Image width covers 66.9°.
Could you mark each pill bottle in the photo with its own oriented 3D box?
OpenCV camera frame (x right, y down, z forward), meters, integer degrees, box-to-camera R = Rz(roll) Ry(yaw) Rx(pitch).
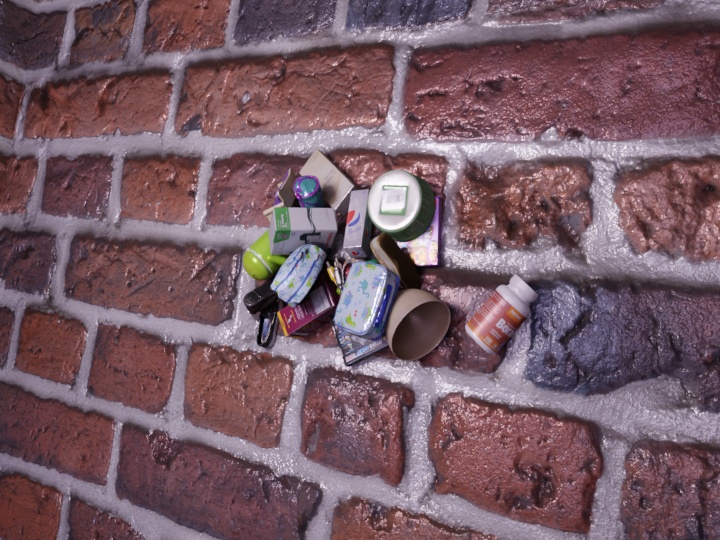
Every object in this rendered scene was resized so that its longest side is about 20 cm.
[{"bbox_3d":[0.381,0.115,1.460,0.112,0.111,0.202,43,102,24],"label":"pill bottle"}]

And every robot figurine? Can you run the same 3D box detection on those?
[{"bbox_3d":[-0.303,-0.053,1.787,0.200,0.117,0.174,-46,27,-20],"label":"robot figurine"}]

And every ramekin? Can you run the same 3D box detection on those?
[{"bbox_3d":[0.114,-0.194,1.598,0.194,0.097,0.208,-4,81,26],"label":"ramekin"}]

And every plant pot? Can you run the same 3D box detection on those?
[{"bbox_3d":[0.140,0.132,1.548,0.202,0.198,0.135,-52,43,9],"label":"plant pot"}]

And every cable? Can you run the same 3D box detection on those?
[{"bbox_3d":[-0.043,0.057,1.617,0.094,0.050,0.207,-14,80,14],"label":"cable"}]

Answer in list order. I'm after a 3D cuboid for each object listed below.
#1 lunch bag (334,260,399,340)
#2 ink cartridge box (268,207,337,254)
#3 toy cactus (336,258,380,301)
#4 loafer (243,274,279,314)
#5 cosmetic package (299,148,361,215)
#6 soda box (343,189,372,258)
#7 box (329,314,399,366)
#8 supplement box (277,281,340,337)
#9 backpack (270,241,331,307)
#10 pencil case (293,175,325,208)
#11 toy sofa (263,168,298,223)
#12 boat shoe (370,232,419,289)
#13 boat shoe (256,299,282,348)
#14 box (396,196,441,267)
[{"bbox_3d":[0.019,0.084,1.512,0.158,0.081,0.206,10,78,48],"label":"lunch bag"},{"bbox_3d":[-0.179,-0.121,1.691,0.193,0.148,0.086,-2,61,-18],"label":"ink cartridge box"},{"bbox_3d":[0.000,0.000,1.674,0.197,0.102,0.168,-33,55,16],"label":"toy cactus"},{"bbox_3d":[-0.295,0.078,1.779,0.073,0.196,0.073,43,145,32],"label":"loafer"},{"bbox_3d":[-0.098,-0.287,1.772,0.104,0.073,0.200,-49,65,11],"label":"cosmetic package"},{"bbox_3d":[-0.003,-0.145,1.673,0.061,0.068,0.206,-3,63,21],"label":"soda box"},{"bbox_3d":[0.015,0.178,1.664,0.196,0.046,0.163,-28,71,19],"label":"box"},{"bbox_3d":[-0.149,0.126,1.715,0.197,0.110,0.088,-32,71,17],"label":"supplement box"},{"bbox_3d":[-0.184,0.016,1.637,0.162,0.152,0.205,-35,35,39],"label":"backpack"},{"bbox_3d":[-0.158,-0.211,1.717,0.084,0.202,0.092,38,71,20],"label":"pencil case"},{"bbox_3d":[-0.252,-0.239,1.768,0.081,0.099,0.203,-21,30,21],"label":"toy sofa"},{"bbox_3d":[0.101,-0.020,1.596,0.066,0.074,0.203,-13,116,54],"label":"boat shoe"},{"bbox_3d":[-0.311,0.155,1.813,0.068,0.066,0.208,10,87,25],"label":"boat shoe"},{"bbox_3d":[0.175,-0.114,1.633,0.132,0.039,0.208,-2,82,26],"label":"box"}]
